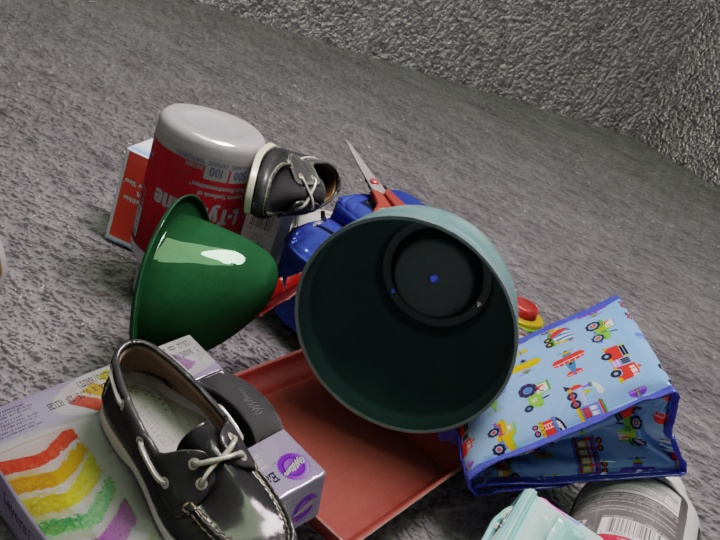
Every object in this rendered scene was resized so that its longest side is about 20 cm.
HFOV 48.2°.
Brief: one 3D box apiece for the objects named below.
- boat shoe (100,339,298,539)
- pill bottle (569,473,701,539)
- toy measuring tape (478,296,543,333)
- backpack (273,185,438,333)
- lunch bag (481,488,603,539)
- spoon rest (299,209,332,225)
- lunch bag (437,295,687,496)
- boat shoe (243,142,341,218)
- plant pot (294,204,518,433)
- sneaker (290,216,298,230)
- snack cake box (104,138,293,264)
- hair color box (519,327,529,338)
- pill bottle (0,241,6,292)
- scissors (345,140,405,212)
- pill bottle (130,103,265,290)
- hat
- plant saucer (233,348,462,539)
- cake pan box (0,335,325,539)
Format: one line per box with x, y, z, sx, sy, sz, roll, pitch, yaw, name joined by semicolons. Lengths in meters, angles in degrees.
-0.107;0.120;0.526;0.073;0.061;0.200;-15;43;-38;boat shoe
0.222;0.233;0.667;0.110;0.112;0.199;29;24;17;pill bottle
0.193;0.052;1.093;0.073;0.074;0.201;9;26;-26;toy measuring tape
0.000;0.000;0.918;0.198;0.170;0.162;-14;35;-44;backpack
0.075;0.229;0.485;0.076;0.162;0.200;28;25;17;lunch bag
-0.034;-0.040;1.129;0.098;0.062;0.200;14;11;-21;spoon rest
0.163;0.120;0.720;0.197;0.095;0.151;-15;27;6;lunch bag
-0.069;-0.090;0.835;0.067;0.073;0.200;15;12;10;boat shoe
0.055;0.027;0.741;0.198;0.203;0.134;25;27;9;plant pot
-0.139;-0.071;1.073;0.087;0.075;0.200;10;16;-24;sneaker
-0.186;-0.059;0.944;0.198;0.116;0.067;24;22;5;snack cake box
0.152;0.089;0.904;0.199;0.061;0.099;21;7;-46;hair color box
-0.364;0.025;0.609;0.109;0.112;0.201;19;23;-4;pill bottle
0.014;-0.088;0.881;0.072;0.014;0.200;-15;48;-34;scissors
-0.177;-0.060;0.844;0.111;0.202;0.113;17;23;-7;pill bottle
-0.085;0.024;0.719;0.173;0.166;0.203;11;64;8;hat
-0.024;0.151;0.720;0.199;0.037;0.199;35;28;28;plant saucer
-0.149;0.142;0.581;0.198;0.053;0.184;-19;47;-41;cake pan box
